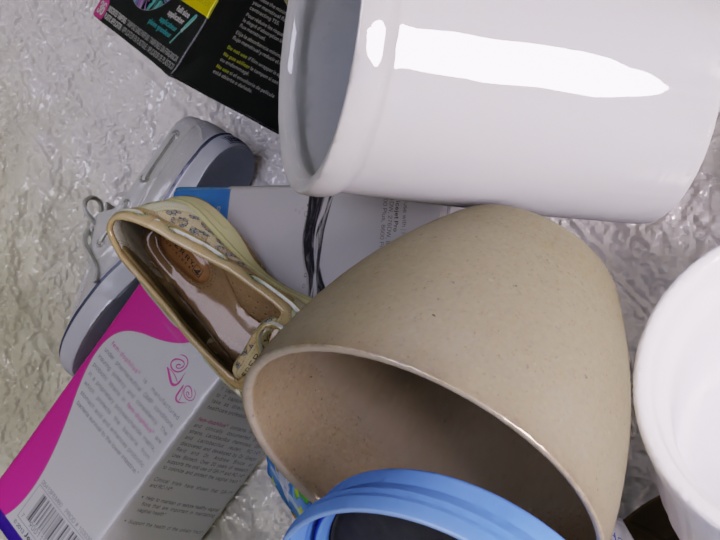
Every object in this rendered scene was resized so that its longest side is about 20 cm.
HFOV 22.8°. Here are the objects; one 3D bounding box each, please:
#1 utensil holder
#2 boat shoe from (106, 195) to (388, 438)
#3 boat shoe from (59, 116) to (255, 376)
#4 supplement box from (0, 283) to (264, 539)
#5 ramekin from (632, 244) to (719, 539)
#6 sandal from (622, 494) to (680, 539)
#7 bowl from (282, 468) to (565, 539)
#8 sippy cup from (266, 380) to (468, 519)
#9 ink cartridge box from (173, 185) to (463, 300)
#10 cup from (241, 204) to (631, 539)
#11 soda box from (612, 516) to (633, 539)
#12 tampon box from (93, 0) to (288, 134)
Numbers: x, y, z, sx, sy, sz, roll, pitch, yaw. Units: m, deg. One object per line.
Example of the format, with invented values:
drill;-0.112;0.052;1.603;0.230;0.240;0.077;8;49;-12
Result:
utensil holder;0.071;-0.115;0.955;0.170;0.199;0.171;-175;90;-74
boat shoe;-0.068;0.034;1.021;0.200;0.063;0.074;40;113;24
boat shoe;-0.162;-0.023;1.257;0.086;0.074;0.203;35;95;33
supplement box;-0.142;0.116;1.192;0.101;0.103;0.200;44;104;33
ramekin;0.241;0.081;0.917;0.199;0.098;0.202;-4;56;7
sandal;0.169;0.178;1.011;0.200;0.054;0.081;-37;64;36
bowl;0.050;0.181;0.904;0.200;0.201;0.039;6;41;33
sippy cup;0.014;0.128;1.073;0.178;0.139;0.130;-53;51;4
ink cartridge box;0.000;0.000;1.104;0.199;0.144;0.085;0;80;33
cup;0.059;0.052;0.916;0.199;0.201;0.144;8;51;34
soda box;0.080;0.218;1.010;0.200;0.068;0.064;-44;64;34
tampon box;-0.056;-0.210;1.182;0.201;0.126;0.150;-60;36;6
